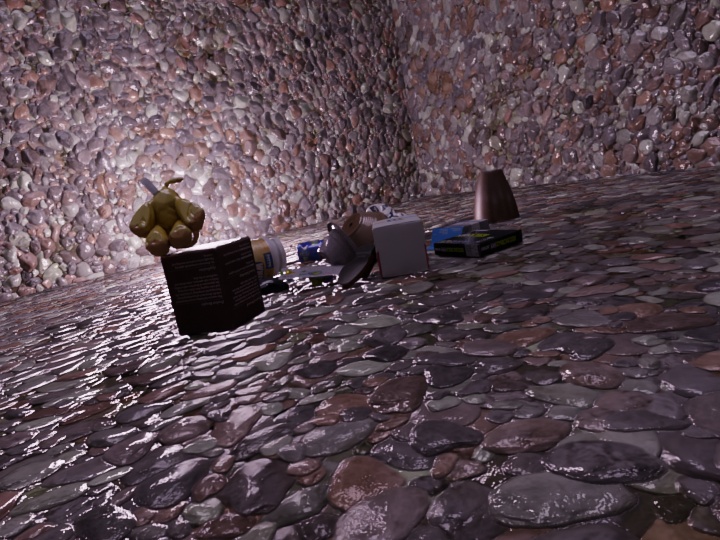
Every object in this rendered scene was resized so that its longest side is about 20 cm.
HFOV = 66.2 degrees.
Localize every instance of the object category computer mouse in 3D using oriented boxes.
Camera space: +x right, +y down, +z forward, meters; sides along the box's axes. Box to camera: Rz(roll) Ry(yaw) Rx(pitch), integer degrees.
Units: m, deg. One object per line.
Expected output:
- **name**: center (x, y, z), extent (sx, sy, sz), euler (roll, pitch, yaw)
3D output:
- **computer mouse**: center (-0.314, 0.057, 1.638), extent (0.198, 0.047, 0.140), euler (-12, 9, -3)

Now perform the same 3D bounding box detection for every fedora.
- **fedora**: center (-0.073, -0.055, 1.735), extent (0.090, 0.177, 0.200), euler (-41, -2, -9)

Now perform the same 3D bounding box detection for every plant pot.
- **plant pot**: center (0.544, -0.308, 2.265), extent (0.185, 0.202, 0.187), euler (-11, 10, 2)
- **plant pot**: center (-0.002, -0.129, 1.877), extent (0.200, 0.092, 0.202), euler (-35, 36, 30)

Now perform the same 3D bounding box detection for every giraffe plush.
- **giraffe plush**: center (-0.456, -0.111, 1.344), extent (0.171, 0.201, 0.163), euler (-25, -21, -10)

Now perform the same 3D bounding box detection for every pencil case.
- **pencil case**: center (-0.146, -0.085, 2.137), extent (0.198, 0.079, 0.087), euler (-10, 39, 5)

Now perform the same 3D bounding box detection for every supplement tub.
- **supplement tub**: center (-0.368, -0.032, 1.902), extent (0.198, 0.146, 0.144), euler (-17, 12, -29)

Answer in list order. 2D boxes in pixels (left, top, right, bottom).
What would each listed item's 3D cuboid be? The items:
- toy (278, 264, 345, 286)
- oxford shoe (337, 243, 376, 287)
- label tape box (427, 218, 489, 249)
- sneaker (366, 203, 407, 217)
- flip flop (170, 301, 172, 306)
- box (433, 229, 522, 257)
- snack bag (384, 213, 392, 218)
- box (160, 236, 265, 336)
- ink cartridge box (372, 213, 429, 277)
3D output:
- **toy**: center (-0.139, 0.020, 1.632), extent (0.197, 0.048, 0.115), euler (-1, 16, -3)
- **oxford shoe**: center (0.000, 0.000, 1.581), extent (0.071, 0.072, 0.200), euler (1, 31, 29)
- **label tape box**: center (0.325, -0.124, 1.886), extent (0.199, 0.064, 0.144), euler (-18, 12, -36)
- **sneaker**: center (0.072, -0.175, 2.014), extent (0.198, 0.080, 0.129), euler (29, 44, 30)
- **flip flop**: center (-0.504, 0.075, 1.714), extent (0.198, 0.058, 0.081), euler (-8, 11, 21)
- **box**: center (0.358, -0.086, 1.692), extent (0.192, 0.048, 0.199), euler (-20, 14, -31)
- **snack bag**: center (0.014, -0.115, 1.952), extent (0.021, 0.190, 0.199), euler (35, -15, -30)
- **box**: center (-0.359, 0.035, 1.366), extent (0.164, 0.202, 0.164), euler (-7, 10, 19)
- **ink cartridge box**: center (0.115, -0.077, 1.621), extent (0.143, 0.147, 0.200), euler (-10, 9, 4)
